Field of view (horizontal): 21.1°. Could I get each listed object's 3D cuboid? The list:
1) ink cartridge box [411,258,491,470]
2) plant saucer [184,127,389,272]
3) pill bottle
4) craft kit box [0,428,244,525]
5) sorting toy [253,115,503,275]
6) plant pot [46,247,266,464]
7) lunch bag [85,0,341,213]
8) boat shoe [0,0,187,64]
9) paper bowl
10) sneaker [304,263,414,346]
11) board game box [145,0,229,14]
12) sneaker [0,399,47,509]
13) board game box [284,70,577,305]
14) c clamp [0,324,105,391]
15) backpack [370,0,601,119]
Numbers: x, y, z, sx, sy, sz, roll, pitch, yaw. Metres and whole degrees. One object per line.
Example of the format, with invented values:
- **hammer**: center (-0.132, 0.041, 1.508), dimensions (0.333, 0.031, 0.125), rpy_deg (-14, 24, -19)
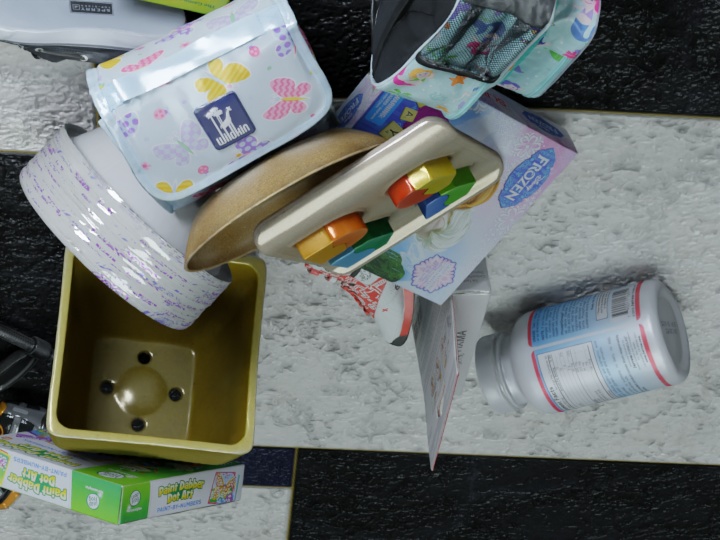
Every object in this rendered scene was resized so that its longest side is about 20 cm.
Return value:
- **ink cartridge box**: center (0.090, 0.071, 1.868), dimensions (0.045, 0.176, 0.200), rpy_deg (-2, 148, -8)
- **plant saucer**: center (-0.064, -0.064, 1.569), dimensions (0.200, 0.035, 0.200), rpy_deg (-30, 173, -4)
- **pill bottle**: center (0.222, 0.083, 1.950), dimensions (0.200, 0.109, 0.109), rpy_deg (-15, 144, 24)
- **craft kit box**: center (-0.255, 0.202, 1.955), dimensions (0.200, 0.049, 0.197), rpy_deg (12, -169, 32)
- **sorting toy**: center (0.023, -0.052, 1.600), dimensions (0.185, 0.036, 0.200), rpy_deg (-32, 164, 12)
- **plant pot**: center (-0.209, 0.096, 1.914), dimensions (0.194, 0.196, 0.200), rpy_deg (7, 163, -10)
- **lunch bag**: center (-0.114, -0.134, 1.509), dimensions (0.169, 0.127, 0.200), rpy_deg (-27, 169, -2)
- **boat shoe**: center (-0.243, -0.198, 1.566), dimensions (0.200, 0.070, 0.066), rpy_deg (2, 146, -16)
- **paper bowl**: center (-0.190, -0.052, 1.682), dimensions (0.104, 0.201, 0.201), rpy_deg (-47, 133, 6)
- **sneaker**: center (0.000, -0.001, 1.863), dimensions (0.108, 0.067, 0.201), rpy_deg (2, 144, -1)
- **board game box**: center (-0.125, -0.278, 1.451), dimensions (0.101, 0.048, 0.200), rpy_deg (10, 146, -15)
- **sneaker**: center (-0.396, 0.202, 2.183), dimensions (0.077, 0.078, 0.200), rpy_deg (27, 137, -14)
- **board game box**: center (0.053, -0.082, 1.696), dimensions (0.199, 0.041, 0.200), rpy_deg (24, 120, -31)
- **c clamp**: center (-0.396, 0.069, 2.006), dimensions (0.200, 0.027, 0.171), rpy_deg (25, 130, -37)
- **backpack**: center (0.088, -0.210, 1.438), dimensions (0.150, 0.178, 0.200), rpy_deg (21, 146, -20)
